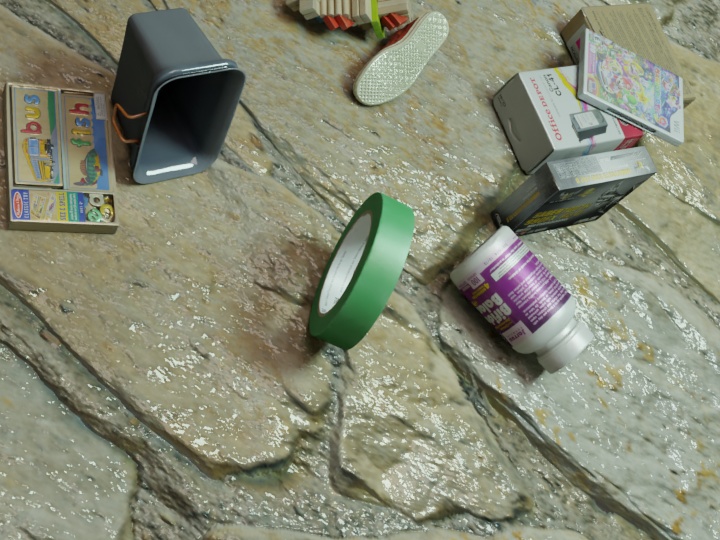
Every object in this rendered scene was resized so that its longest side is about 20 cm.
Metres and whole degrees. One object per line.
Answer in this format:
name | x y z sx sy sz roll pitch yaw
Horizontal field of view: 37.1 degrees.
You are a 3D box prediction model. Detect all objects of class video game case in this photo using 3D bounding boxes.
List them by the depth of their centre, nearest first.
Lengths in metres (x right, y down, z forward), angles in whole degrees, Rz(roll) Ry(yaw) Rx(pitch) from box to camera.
video game case | 0.440 -0.297 1.738 0.200 0.018 0.143 22 55 -19

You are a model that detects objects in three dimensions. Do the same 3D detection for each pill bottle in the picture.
pill bottle | 0.229 0.044 1.504 0.200 0.112 0.112 48 55 3

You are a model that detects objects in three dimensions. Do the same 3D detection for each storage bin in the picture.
storage bin | -0.254 -0.226 1.361 0.145 0.200 0.134 -17 63 -32

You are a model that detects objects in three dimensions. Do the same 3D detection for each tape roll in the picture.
tape roll | 0.000 0.000 1.358 0.048 0.200 0.201 26 57 -13

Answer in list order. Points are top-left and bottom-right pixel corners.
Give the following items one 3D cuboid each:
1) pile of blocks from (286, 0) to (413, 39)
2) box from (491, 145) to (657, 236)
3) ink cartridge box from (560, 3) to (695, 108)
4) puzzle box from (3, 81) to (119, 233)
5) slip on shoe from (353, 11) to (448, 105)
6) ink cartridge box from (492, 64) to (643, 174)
pile of blocks | -0.014 -0.379 1.619 0.200 0.082 0.062 3 66 -9
box | 0.318 -0.116 1.601 0.200 0.158 0.048 -12 72 -31
ink cartridge box | 0.458 -0.354 1.840 0.165 0.075 0.200 -11 71 -29
puzzle box | -0.378 -0.143 1.349 0.133 0.025 0.200 1 66 -25
slip on shoe | 0.056 -0.321 1.638 0.200 0.061 0.074 -49 117 -23
ink cartridge box | 0.332 -0.246 1.718 0.200 0.086 0.148 -13 72 -33
